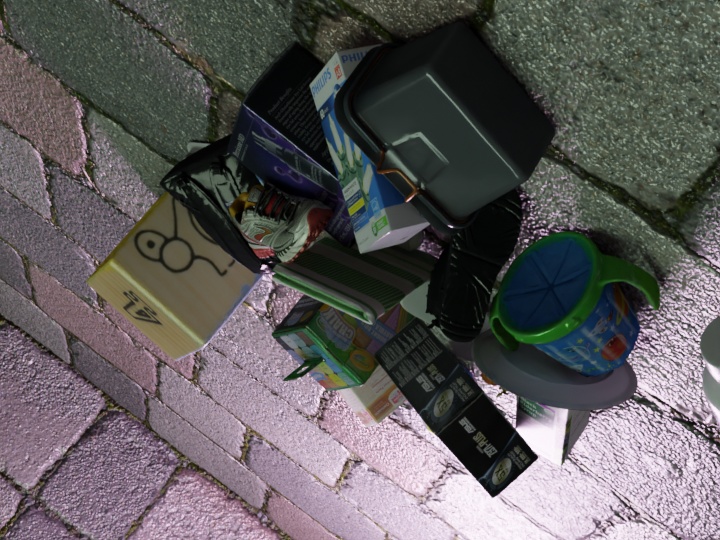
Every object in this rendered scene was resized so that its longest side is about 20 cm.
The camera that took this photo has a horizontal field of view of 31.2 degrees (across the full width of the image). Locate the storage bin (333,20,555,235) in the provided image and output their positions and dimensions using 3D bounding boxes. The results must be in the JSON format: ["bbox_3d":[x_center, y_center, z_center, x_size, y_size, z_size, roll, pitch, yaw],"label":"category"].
[{"bbox_3d":[0.090,-0.146,1.305,0.200,0.146,0.134,45,146,-16],"label":"storage bin"}]

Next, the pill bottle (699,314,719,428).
[{"bbox_3d":[0.421,0.134,1.341,0.110,0.111,0.201,13,146,45],"label":"pill bottle"}]

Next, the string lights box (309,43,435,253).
[{"bbox_3d":[0.012,-0.131,1.405,0.103,0.058,0.202,-35,71,67],"label":"string lights box"}]

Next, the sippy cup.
[{"bbox_3d":[0.241,0.048,1.442,0.130,0.140,0.177,41,171,-35],"label":"sippy cup"}]

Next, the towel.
[{"bbox_3d":[0.000,0.000,1.594,0.151,0.200,0.024,23,117,20],"label":"towel"}]

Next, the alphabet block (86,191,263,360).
[{"bbox_3d":[-0.290,0.001,2.060,0.200,0.196,0.196,43,155,-10],"label":"alphabet block"}]

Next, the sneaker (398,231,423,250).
[{"bbox_3d":[-0.012,-0.076,1.644,0.199,0.081,0.075,33,155,11],"label":"sneaker"}]

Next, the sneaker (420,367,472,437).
[{"bbox_3d":[0.134,0.196,1.933,0.104,0.076,0.201,7,141,50],"label":"sneaker"}]

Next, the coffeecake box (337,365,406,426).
[{"bbox_3d":[-0.019,0.138,1.972,0.201,0.073,0.154,51,169,2],"label":"coffeecake box"}]

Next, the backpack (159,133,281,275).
[{"bbox_3d":[-0.144,-0.088,1.743,0.162,0.154,0.201,-21,110,31],"label":"backpack"}]

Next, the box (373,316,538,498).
[{"bbox_3d":[0.126,0.182,1.730,0.164,0.086,0.200,50,180,-38],"label":"box"}]

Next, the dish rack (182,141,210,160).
[{"bbox_3d":[-0.172,-0.099,1.889,0.171,0.044,0.201,12,145,47],"label":"dish rack"}]

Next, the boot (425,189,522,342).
[{"bbox_3d":[0.128,-0.013,1.513,0.072,0.201,0.163,15,-172,-3],"label":"boot"}]

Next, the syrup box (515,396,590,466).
[{"bbox_3d":[0.255,0.170,1.695,0.078,0.082,0.201,29,157,21],"label":"syrup box"}]

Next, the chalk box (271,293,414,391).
[{"bbox_3d":[-0.031,0.087,1.816,0.124,0.201,0.124,44,157,-15],"label":"chalk box"}]

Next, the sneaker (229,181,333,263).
[{"bbox_3d":[-0.103,-0.060,1.543,0.082,0.078,0.199,48,157,-20],"label":"sneaker"}]

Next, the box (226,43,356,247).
[{"bbox_3d":[-0.048,-0.145,1.536,0.199,0.105,0.148,38,158,2],"label":"box"}]

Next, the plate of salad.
[{"bbox_3d":[0.226,0.119,1.520,0.199,0.199,0.049,24,118,31],"label":"plate of salad"}]

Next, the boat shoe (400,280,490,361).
[{"bbox_3d":[0.120,0.050,1.705,0.200,0.071,0.064,39,-161,-34],"label":"boat shoe"}]
